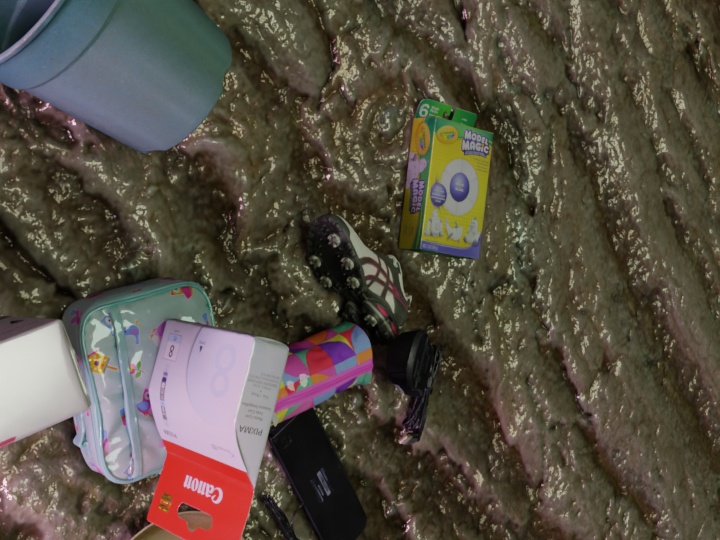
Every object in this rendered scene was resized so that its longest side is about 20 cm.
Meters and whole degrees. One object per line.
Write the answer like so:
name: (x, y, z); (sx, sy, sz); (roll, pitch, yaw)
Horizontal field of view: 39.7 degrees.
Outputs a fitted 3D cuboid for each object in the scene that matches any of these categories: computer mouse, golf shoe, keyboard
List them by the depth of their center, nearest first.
keyboard: (-0.065, 0.273, 1.209); (0.127, 0.021, 0.200); (-41, 117, -37)
golf shoe: (0.000, 0.000, 1.220); (0.088, 0.077, 0.200); (-52, 132, -34)
computer mouse: (0.056, 0.146, 1.247); (0.200, 0.046, 0.141); (39, 64, -73)

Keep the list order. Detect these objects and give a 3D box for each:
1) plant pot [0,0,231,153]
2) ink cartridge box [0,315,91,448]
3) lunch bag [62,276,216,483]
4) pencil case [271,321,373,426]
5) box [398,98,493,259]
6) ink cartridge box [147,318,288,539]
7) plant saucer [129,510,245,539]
plant pot: (-0.238, -0.219, 0.932); (0.196, 0.200, 0.201); (36, 70, -44)
ink cartridge box: (-0.344, 0.100, 0.846); (0.146, 0.200, 0.083); (-24, 104, -37)
lunch bag: (-0.222, 0.116, 1.028); (0.160, 0.077, 0.201); (-16, 103, -39)
pencil case: (-0.073, 0.127, 1.153); (0.200, 0.088, 0.089); (-24, 108, -38)
box: (0.117, -0.120, 1.322); (0.117, 0.048, 0.201); (7, 86, -41)
ink cartridge box: (-0.152, 0.152, 0.935); (0.047, 0.160, 0.201); (21, 80, -39)
plant saucer: (-0.205, 0.358, 1.084); (0.200, 0.035, 0.201); (-3, 95, -40)
